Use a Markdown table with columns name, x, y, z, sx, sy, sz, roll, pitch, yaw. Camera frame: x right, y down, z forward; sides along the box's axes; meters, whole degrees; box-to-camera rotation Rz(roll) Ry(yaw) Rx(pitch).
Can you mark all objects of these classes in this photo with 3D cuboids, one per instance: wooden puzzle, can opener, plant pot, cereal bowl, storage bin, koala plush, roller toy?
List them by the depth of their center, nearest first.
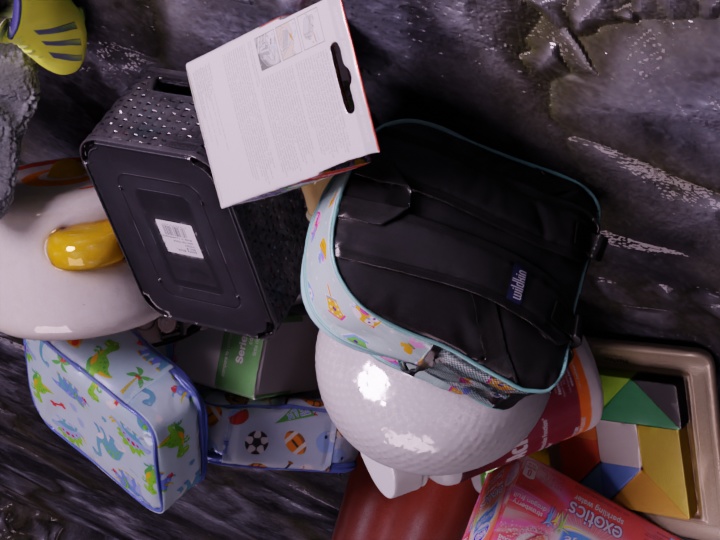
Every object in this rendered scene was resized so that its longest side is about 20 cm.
| name | x | y | z | sx | sy | sz | roll | pitch | yaw |
| --- | --- | --- | --- | --- | --- | --- | --- | --- | --- |
| cereal bowl | 0.058 | 0.058 | 1.252 | 0.198 | 0.202 | 0.084 | 16 | 152 | 16 |
| storage bin | -0.125 | -0.052 | 1.254 | 0.134 | 0.094 | 0.201 | 11 | 140 | 27 |
| koala plush | -0.363 | -0.159 | 1.275 | 0.176 | 0.186 | 0.200 | 21 | -176 | -33 |
| roller toy | -0.255 | -0.029 | 1.375 | 0.180 | 0.142 | 0.200 | 2 | -162 | 21 |
| wooden puzzle | 0.241 | 0.153 | 1.402 | 0.183 | 0.037 | 0.202 | 5 | 117 | 39 |
| can opener | -0.120 | 0.022 | 1.454 | 0.198 | 0.053 | 0.066 | -16 | 172 | 10 |
| plant pot | 0.065 | 0.248 | 1.720 | 0.199 | 0.197 | 0.201 | 20 | 160 | 8 |

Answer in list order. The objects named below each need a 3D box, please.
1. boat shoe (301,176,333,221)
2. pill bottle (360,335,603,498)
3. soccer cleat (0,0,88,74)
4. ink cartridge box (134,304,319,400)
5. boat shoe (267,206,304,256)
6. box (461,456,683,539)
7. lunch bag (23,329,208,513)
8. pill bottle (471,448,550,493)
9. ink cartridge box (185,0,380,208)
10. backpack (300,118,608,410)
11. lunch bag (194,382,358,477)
| name | x | y | z | sx | sy | sz | roll | pitch | yaw |
| --- | --- | --- | --- | --- | --- | --- | --- | --- | --- |
| boat shoe | -0.018 | -0.070 | 1.200 | 0.071 | 0.077 | 0.200 | 8 | 153 | 39 |
| pill bottle | 0.098 | 0.115 | 1.334 | 0.198 | 0.115 | 0.114 | -20 | 165 | -15 |
| soccer cleat | -0.250 | -0.191 | 1.133 | 0.064 | 0.085 | 0.201 | 18 | 159 | 10 |
| ink cartridge box | -0.153 | 0.062 | 1.572 | 0.198 | 0.089 | 0.145 | 12 | -175 | 24 |
| boat shoe | 0.000 | 0.000 | 1.373 | 0.200 | 0.084 | 0.069 | 45 | 155 | -10 |
| box | 0.199 | 0.266 | 1.425 | 0.198 | 0.103 | 0.095 | 28 | 156 | -8 |
| lunch bag | -0.232 | 0.126 | 1.473 | 0.199 | 0.082 | 0.162 | 34 | 142 | 28 |
| pill bottle | 0.219 | 0.193 | 1.545 | 0.198 | 0.112 | 0.111 | 13 | 157 | 24 |
| ink cartridge box | -0.042 | -0.116 | 1.065 | 0.050 | 0.110 | 0.199 | -15 | -179 | -37 |
| backpack | 0.055 | -0.007 | 1.134 | 0.198 | 0.178 | 0.153 | 25 | 161 | -18 |
| lunch bag | -0.095 | 0.153 | 1.591 | 0.198 | 0.077 | 0.160 | 9 | -174 | -19 |
